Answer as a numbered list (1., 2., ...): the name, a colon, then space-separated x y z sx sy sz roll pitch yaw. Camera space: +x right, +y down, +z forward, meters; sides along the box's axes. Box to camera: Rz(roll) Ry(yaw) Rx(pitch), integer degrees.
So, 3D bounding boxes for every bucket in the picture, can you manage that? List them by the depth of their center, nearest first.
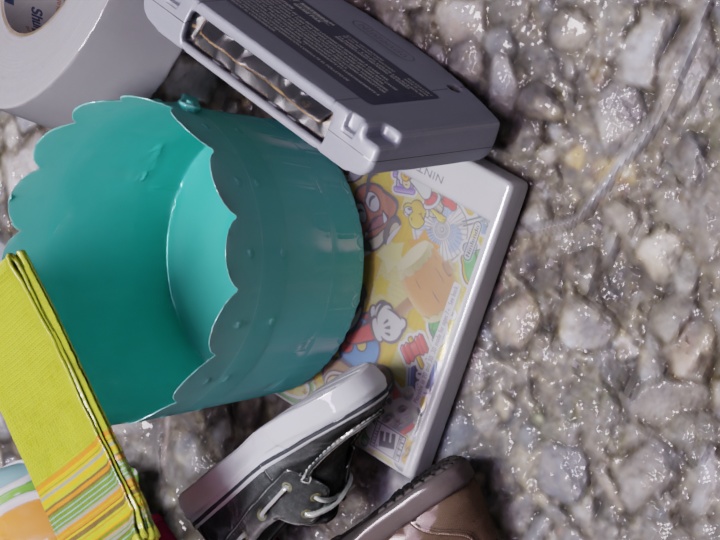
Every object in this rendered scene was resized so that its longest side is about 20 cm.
1. bucket: -0.107 -0.008 1.682 0.207 0.135 0.207 1 91 41

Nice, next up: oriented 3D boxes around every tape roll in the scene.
1. tape roll: -0.174 -0.188 1.745 0.200 0.066 0.200 -29 52 45

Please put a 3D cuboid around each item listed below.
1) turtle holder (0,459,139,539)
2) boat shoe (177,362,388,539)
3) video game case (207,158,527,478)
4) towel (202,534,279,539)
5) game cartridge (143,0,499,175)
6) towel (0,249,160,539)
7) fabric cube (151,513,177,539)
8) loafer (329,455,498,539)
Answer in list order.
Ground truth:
1. turtle holder: -0.235 0.190 1.824 0.185 0.132 0.141 20 112 47
2. boat shoe: -0.035 0.123 1.692 0.071 0.072 0.200 54 137 5
3. video game case: 0.000 0.000 1.700 0.182 0.023 0.200 30 112 33
4. towel: -0.060 0.269 1.771 0.144 0.023 0.200 -51 62 31
5. game cartridge: -0.019 -0.121 1.634 0.200 0.133 0.042 38 115 30
6. towel: -0.188 0.093 1.660 0.086 0.018 0.200 -40 71 41
7. fabric cube: -0.166 0.307 1.685 0.199 0.196 0.200 47 145 41
8. loafer: 0.003 0.194 1.670 0.200 0.073 0.071 -38 88 26
